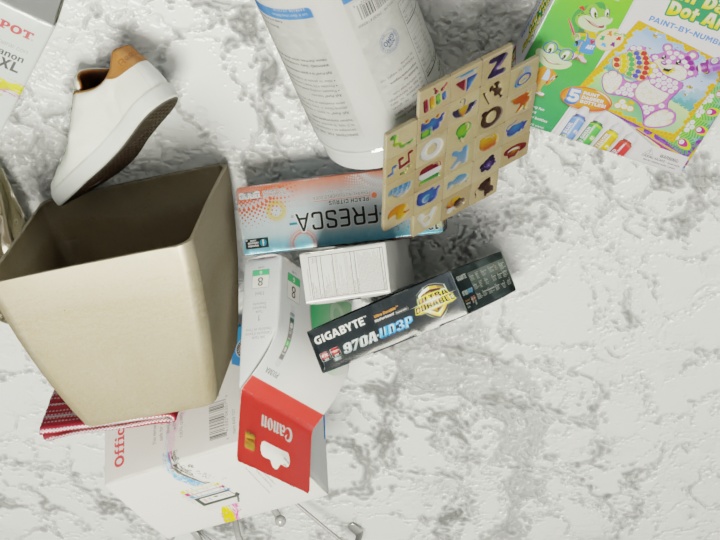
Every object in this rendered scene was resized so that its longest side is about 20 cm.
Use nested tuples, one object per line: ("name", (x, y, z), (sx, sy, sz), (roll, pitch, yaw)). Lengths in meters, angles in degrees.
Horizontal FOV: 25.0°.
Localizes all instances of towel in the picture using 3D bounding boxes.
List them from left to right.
("towel", (-0.238, 0.106, 1.649), (0.143, 0.201, 0.023), (-9, 117, 8))

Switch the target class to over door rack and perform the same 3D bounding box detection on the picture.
("over door rack", (-0.114, 0.320, 1.918), (0.199, 0.067, 0.147), (34, 125, -26))

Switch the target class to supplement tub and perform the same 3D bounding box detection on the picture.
("supplement tub", (-0.008, -0.204, 1.411), (0.130, 0.133, 0.201), (-13, 130, 13))

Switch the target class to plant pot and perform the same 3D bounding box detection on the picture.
("plant pot", (-0.211, 0.031, 1.547), (0.197, 0.200, 0.179), (-11, 113, 11))

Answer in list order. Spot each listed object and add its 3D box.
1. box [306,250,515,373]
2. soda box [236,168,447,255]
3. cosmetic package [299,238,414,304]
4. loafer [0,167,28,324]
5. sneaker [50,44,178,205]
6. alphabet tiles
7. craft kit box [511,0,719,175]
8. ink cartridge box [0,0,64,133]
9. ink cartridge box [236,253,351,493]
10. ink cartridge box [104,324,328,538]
("box", (0.053, 0.039, 1.589), (0.158, 0.200, 0.046), (-23, 89, 20))
("soda box", (-0.016, -0.060, 1.567), (0.197, 0.064, 0.069), (-6, 94, 8))
("cosmetic package", (0.000, 0.000, 1.555), (0.081, 0.200, 0.051), (-6, 91, 9))
("loafer", (-0.367, -0.044, 1.606), (0.075, 0.068, 0.202), (-11, 114, 9))
("sneaker", (-0.246, -0.140, 1.530), (0.085, 0.073, 0.200), (52, 130, 4))
("alphabet tiles", (0.088, -0.113, 1.447), (0.165, 0.006, 0.201), (-29, 149, -19))
("craft kit box", (0.247, -0.198, 1.469), (0.198, 0.049, 0.199), (16, 127, -12))
("ink cartridge box", (-0.368, -0.201, 1.454), (0.144, 0.083, 0.201), (24, 128, -18))
("ink cartridge box", (-0.064, 0.104, 1.608), (0.050, 0.203, 0.161), (-9, 158, 23))
("ink cartridge box", (-0.153, 0.170, 1.720), (0.198, 0.149, 0.145), (-17, 141, 16))
